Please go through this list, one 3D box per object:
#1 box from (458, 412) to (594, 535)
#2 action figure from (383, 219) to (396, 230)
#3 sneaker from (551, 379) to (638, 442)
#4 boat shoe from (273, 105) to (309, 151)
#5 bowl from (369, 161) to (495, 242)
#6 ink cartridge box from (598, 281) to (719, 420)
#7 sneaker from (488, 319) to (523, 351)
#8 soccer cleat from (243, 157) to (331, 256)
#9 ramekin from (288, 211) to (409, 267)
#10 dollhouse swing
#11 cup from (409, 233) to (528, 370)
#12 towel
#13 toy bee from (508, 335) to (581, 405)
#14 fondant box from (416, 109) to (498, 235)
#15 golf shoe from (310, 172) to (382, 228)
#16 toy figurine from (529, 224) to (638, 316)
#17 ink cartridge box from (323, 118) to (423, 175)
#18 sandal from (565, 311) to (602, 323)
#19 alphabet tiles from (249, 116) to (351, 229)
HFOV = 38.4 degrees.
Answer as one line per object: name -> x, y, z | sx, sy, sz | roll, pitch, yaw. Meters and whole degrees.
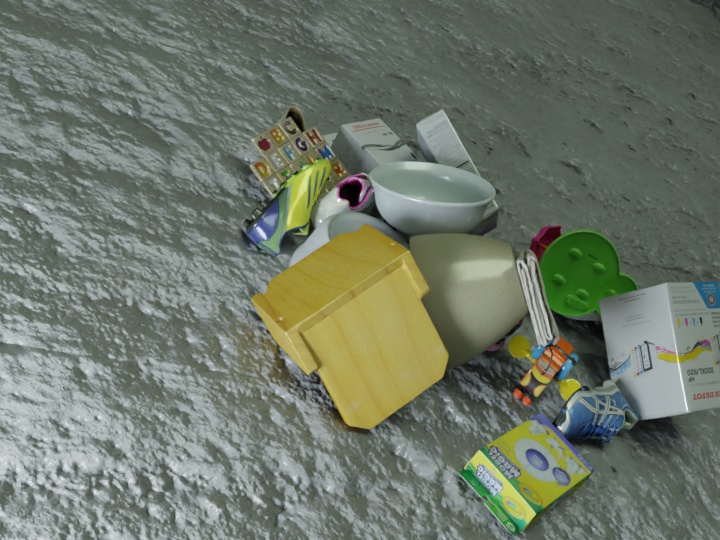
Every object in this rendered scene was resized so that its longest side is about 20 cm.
box -> 0.229, 0.279, 1.429 | 0.117, 0.049, 0.198 | 47, 38, 20
action figure -> 0.091, -0.046, 1.704 | 0.197, 0.070, 0.132 | 1, 50, -34
sneaker -> 0.358, 0.223, 1.574 | 0.198, 0.077, 0.077 | -14, 50, -46
boat shoe -> -0.118, -0.202, 1.729 | 0.071, 0.065, 0.202 | 19, 37, -18
bowl -> 0.107, -0.097, 1.613 | 0.196, 0.092, 0.202 | 7, 22, -3
ink cartridge box -> 0.498, 0.132, 1.669 | 0.145, 0.144, 0.205 | 0, 78, -37
sneaker -> 0.187, 0.023, 1.627 | 0.079, 0.095, 0.202 | -31, 85, -42
soccer cleat -> -0.100, -0.098, 1.592 | 0.084, 0.065, 0.201 | 46, 52, -7
ramekin -> 0.000, 0.000, 1.547 | 0.199, 0.095, 0.204 | 22, 35, -16
dollhouse swing -> -0.006, 0.079, 1.411 | 0.198, 0.178, 0.181 | -33, 31, -14
cup -> 0.165, 0.029, 1.512 | 0.140, 0.202, 0.202 | -16, 39, 9
towel -> 0.259, 0.037, 1.514 | 0.200, 0.034, 0.135 | -34, 109, -81
toy bee -> 0.276, 0.151, 1.596 | 0.131, 0.109, 0.199 | 44, 10, 31
fondant box -> 0.169, -0.163, 1.805 | 0.203, 0.057, 0.144 | 63, 1, 12
golf shoe -> 0.007, -0.121, 1.658 | 0.076, 0.092, 0.199 | 48, 47, 9
toy figurine -> 0.374, -0.010, 1.822 | 0.197, 0.152, 0.184 | 28, 12, -16
ink cartridge box -> 0.024, -0.204, 1.843 | 0.200, 0.067, 0.115 | 47, 37, 20
sandal -> 0.436, 0.085, 1.838 | 0.198, 0.051, 0.083 | 12, 26, -6
alphabet tiles -> -0.087, -0.150, 1.673 | 0.166, 0.006, 0.201 | -37, 89, -41
